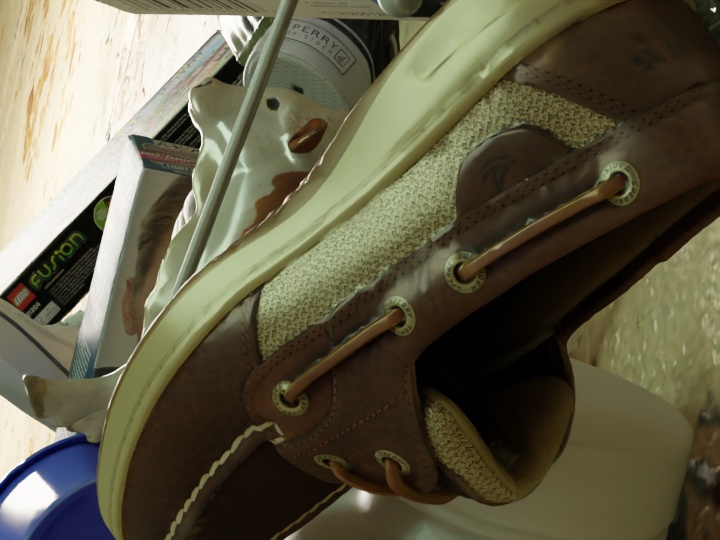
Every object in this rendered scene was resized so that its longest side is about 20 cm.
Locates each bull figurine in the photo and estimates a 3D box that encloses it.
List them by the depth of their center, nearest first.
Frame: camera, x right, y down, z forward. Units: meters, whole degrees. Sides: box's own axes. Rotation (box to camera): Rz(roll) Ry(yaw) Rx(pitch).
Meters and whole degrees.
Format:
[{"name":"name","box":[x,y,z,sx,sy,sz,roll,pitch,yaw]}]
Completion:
[{"name":"bull figurine","box":[-0.027,0.044,0.604,0.065,0.121,0.200,-122,6,-77]}]

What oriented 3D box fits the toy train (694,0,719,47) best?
[{"name":"toy train","box":[0.128,-0.080,0.346,0.114,0.085,0.200,-68,13,-7]}]

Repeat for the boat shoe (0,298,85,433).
[{"name":"boat shoe","box":[-0.145,0.053,1.034,0.074,0.200,0.065,18,72,33]}]

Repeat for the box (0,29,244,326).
[{"name":"box","box":[-0.127,-0.051,1.097,0.200,0.035,0.110,-47,16,-5]}]

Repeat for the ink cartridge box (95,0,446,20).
[{"name":"ink cartridge box","box":[0.002,-0.187,0.681,0.198,0.043,0.200,5,85,31]}]

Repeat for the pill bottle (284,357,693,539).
[{"name":"pill bottle","box":[0.021,0.123,0.511,0.112,0.112,0.200,-128,51,-69]}]

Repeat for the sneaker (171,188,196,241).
[{"name":"sneaker","box":[0.000,0.000,0.726,0.200,0.074,0.085,40,108,49]}]

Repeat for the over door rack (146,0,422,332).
[{"name":"over door rack","box":[0.018,-0.045,0.548,0.067,0.148,0.200,30,109,53]}]

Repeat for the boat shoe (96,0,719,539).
[{"name":"boat shoe","box":[0.011,0.020,0.413,0.200,0.072,0.072,-48,62,34]}]

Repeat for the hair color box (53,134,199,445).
[{"name":"hair color box","box":[-0.085,0.044,0.950,0.061,0.100,0.200,-123,46,-67]}]

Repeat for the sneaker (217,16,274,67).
[{"name":"sneaker","box":[-0.025,-0.129,0.946,0.200,0.067,0.090,-148,57,-70]}]

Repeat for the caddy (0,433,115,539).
[{"name":"caddy","box":[-0.119,0.173,0.895,0.105,0.141,0.200,7,76,69]}]

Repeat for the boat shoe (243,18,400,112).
[{"name":"boat shoe","box":[-0.011,-0.044,0.825,0.071,0.072,0.200,-51,-13,-32]}]
